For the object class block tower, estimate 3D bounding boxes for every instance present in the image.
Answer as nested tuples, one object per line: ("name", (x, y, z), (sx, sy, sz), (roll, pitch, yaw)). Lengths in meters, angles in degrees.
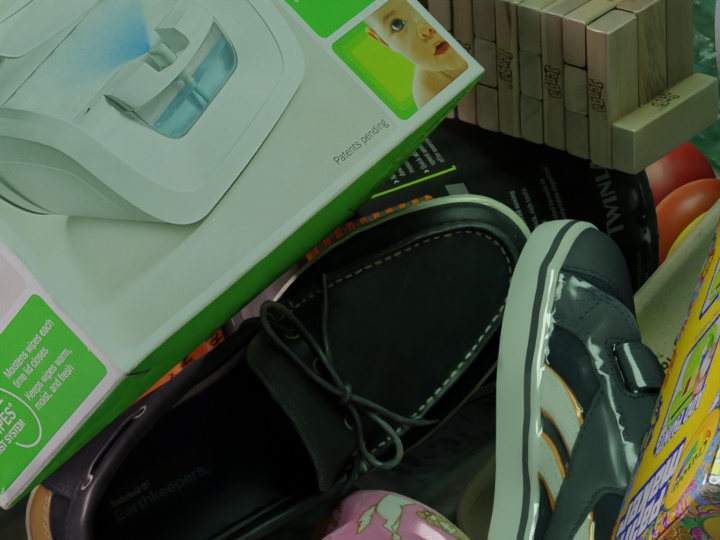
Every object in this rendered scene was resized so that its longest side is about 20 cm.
("block tower", (0.033, -0.092, 1.020), (0.200, 0.058, 0.054), (21, 38, 36))

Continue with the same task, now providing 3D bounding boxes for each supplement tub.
("supplement tub", (0.000, 0.000, 1.041), (0.199, 0.123, 0.123), (-19, 43, -26))

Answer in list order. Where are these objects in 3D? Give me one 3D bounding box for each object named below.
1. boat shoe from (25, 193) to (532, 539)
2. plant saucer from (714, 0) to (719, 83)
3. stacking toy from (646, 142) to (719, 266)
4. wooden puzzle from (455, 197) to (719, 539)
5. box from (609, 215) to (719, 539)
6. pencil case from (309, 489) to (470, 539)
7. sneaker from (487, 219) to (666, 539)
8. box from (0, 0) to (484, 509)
("boat shoe", (-0.019, 0.044, 0.933), (0.200, 0.075, 0.062), (-33, 8, -13))
("plant saucer", (0.194, -0.027, 1.062), (0.039, 0.201, 0.201), (-43, 51, -5))
("stacking toy", (0.150, 0.006, 1.082), (0.085, 0.086, 0.200), (-16, 38, -22))
("wooden puzzle", (0.149, 0.072, 0.949), (0.185, 0.046, 0.200), (-48, 55, -2))
("box", (0.200, 0.038, 0.829), (0.199, 0.122, 0.193), (24, 64, -2))
("pencil case", (-0.037, 0.148, 0.884), (0.086, 0.083, 0.200), (20, 41, 34))
("sneaker", (0.084, 0.075, 0.911), (0.079, 0.078, 0.201), (-4, 61, 22))
("box", (-0.093, -0.058, 0.886), (0.177, 0.097, 0.200), (47, 46, 3))
